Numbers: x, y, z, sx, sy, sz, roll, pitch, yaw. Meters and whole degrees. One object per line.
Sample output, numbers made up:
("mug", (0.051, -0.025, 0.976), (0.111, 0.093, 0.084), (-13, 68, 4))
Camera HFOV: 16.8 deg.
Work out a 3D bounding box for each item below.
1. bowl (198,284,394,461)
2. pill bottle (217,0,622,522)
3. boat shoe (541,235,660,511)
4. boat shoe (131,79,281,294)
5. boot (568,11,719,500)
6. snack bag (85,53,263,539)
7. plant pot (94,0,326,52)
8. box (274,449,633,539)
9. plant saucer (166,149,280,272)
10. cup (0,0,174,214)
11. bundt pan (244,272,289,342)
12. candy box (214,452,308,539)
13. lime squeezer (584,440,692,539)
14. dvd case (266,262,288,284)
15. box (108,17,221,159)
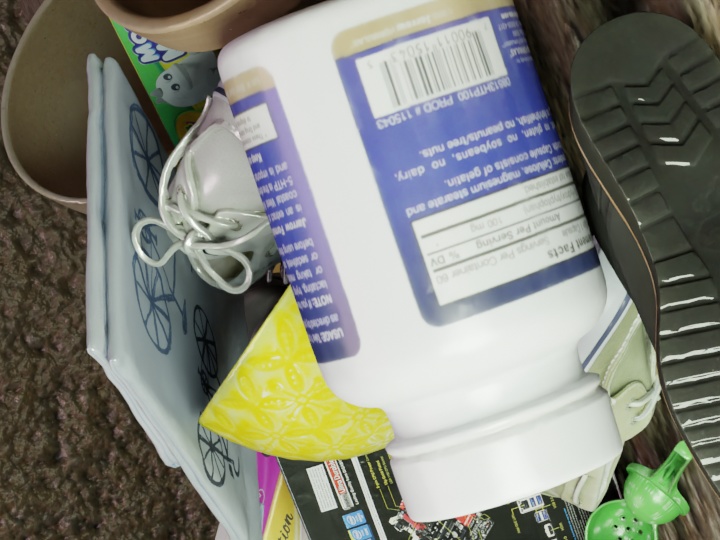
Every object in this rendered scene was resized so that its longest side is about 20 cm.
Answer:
("bowl", (0.023, 0.018, 1.131), (0.108, 0.200, 0.200), (35, 169, -1))
("pill bottle", (0.029, -0.010, 0.955), (0.120, 0.119, 0.201), (171, 81, -79))
("boat shoe", (0.108, 0.048, 1.116), (0.062, 0.072, 0.200), (25, 152, 5))
("boat shoe", (-0.063, -0.029, 1.112), (0.075, 0.086, 0.202), (46, 168, 4))
("boot", (0.134, 0.018, 0.907), (0.138, 0.077, 0.201), (80, 174, -72))
("snack bag", (-0.091, 0.022, 1.188), (0.200, 0.021, 0.189), (62, -163, -50))
("plant pot", (-0.023, -0.174, 1.024), (0.093, 0.201, 0.201), (27, -164, -38))
("box", (0.059, 0.136, 1.258), (0.049, 0.159, 0.201), (-99, -12, -64))
("plant saucer", (-0.046, -0.015, 1.487), (0.200, 0.199, 0.049), (88, -171, -65))
("cup", (-0.113, -0.104, 1.585), (0.143, 0.200, 0.201), (39, -167, -49))
("bundt pan", (-0.005, 0.053, 1.392), (0.202, 0.201, 0.076), (-147, 70, -71))
("candy box", (0.016, 0.173, 1.346), (0.061, 0.199, 0.137), (24, 101, 62))
("lime squeezer", (0.125, 0.122, 1.178), (0.038, 0.070, 0.200), (53, 139, 20))
("dvd case", (-0.044, -0.116, 1.324), (0.149, 0.016, 0.201), (-96, 8, -52))
("box", (-0.102, -0.153, 1.222), (0.118, 0.048, 0.200), (-96, -13, -53))
